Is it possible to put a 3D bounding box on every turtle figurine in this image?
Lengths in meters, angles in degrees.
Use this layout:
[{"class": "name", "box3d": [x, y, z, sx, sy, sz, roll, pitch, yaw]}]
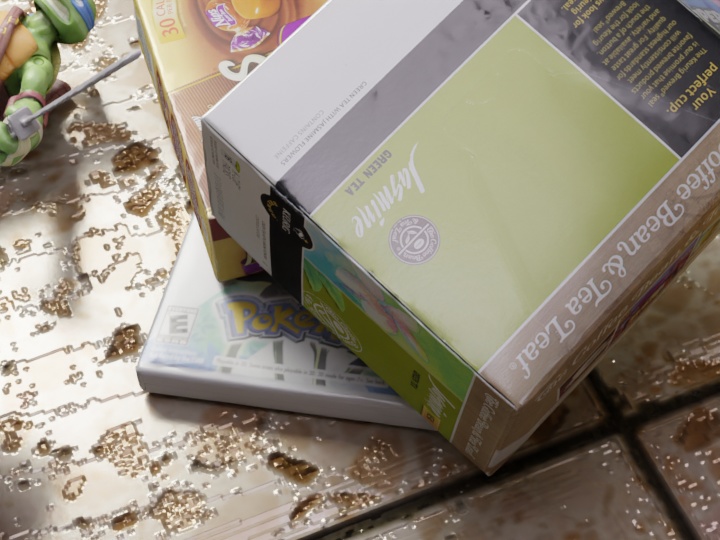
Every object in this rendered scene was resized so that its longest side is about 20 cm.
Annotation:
[{"class": "turtle figurine", "box3d": [-0.238, -0.113, 1.021, 0.194, 0.144, 0.200, -40, 11, -4]}]

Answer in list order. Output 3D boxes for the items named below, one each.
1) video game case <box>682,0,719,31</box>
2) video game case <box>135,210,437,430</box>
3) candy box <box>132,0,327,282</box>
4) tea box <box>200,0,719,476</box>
[{"class": "video game case", "box3d": [0.209, -0.118, 1.014, 0.143, 0.018, 0.200, 3, 42, -40]}, {"class": "video game case", "box3d": [0.000, 0.000, 0.995, 0.199, 0.022, 0.183, 6, 50, 12]}, {"class": "candy box", "box3d": [-0.050, -0.094, 1.029, 0.116, 0.057, 0.201, -14, 49, -8]}, {"class": "tea box", "box3d": [0.063, -0.049, 0.885, 0.197, 0.134, 0.200, 43, 75, 12]}]
